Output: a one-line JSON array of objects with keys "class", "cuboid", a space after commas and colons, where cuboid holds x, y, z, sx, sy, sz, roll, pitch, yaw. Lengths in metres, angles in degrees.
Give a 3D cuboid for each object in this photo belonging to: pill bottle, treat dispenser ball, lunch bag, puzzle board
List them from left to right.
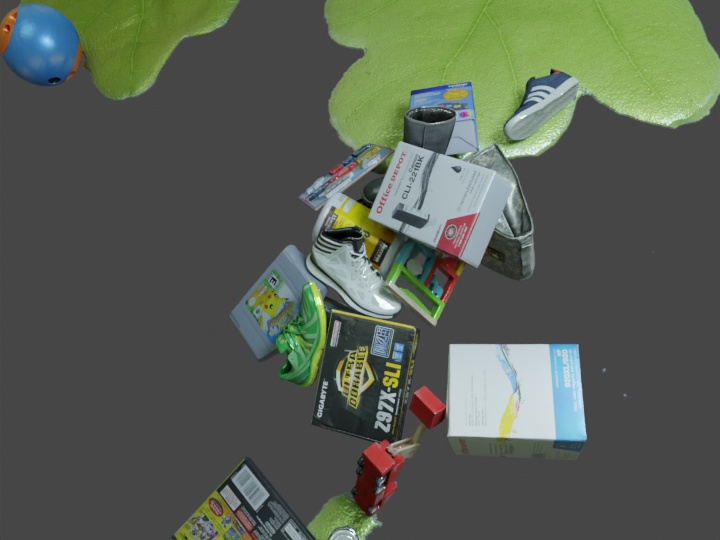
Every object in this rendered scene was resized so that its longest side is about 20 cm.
[{"class": "treat dispenser ball", "cuboid": [-0.847, -0.596, 1.576, 0.196, 0.202, 0.205, -6, 63, 11]}, {"class": "puzzle board", "cuboid": [-0.035, -0.199, 1.229, 0.199, 0.018, 0.151, -39, 23, -5]}, {"class": "pill bottle", "cuboid": [0.014, -0.056, 1.127, 0.197, 0.109, 0.111, 28, 72, 5]}, {"class": "lunch bag", "cuboid": [0.246, -0.090, 1.068, 0.116, 0.165, 0.203, -24, 60, 3]}]

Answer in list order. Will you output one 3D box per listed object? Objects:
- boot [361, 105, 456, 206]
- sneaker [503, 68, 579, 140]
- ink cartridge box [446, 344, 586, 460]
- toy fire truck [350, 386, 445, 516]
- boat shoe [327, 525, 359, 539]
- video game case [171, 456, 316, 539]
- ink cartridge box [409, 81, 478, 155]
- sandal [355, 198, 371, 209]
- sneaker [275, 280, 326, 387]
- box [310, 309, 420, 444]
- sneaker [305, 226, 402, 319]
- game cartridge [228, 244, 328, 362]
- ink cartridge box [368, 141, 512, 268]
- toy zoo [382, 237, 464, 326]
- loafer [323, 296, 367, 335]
[{"class": "boot", "cuboid": [0.088, -0.213, 1.134, 0.178, 0.201, 0.074, -14, 62, -7]}, {"class": "sneaker", "cuboid": [0.353, -0.346, 1.223, 0.198, 0.075, 0.085, -35, 62, -16]}, {"class": "ink cartridge box", "cuboid": [0.238, 0.207, 0.934, 0.195, 0.148, 0.148, -2, 63, 13]}, {"class": "toy fire truck", "cuboid": [0.058, 0.288, 0.935, 0.140, 0.203, 0.049, -29, 54, -34]}, {"class": "boat shoe", "cuboid": [-0.055, 0.495, 0.913, 0.073, 0.062, 0.204, 17, 77, 4]}, {"class": "video game case", "cuboid": [-0.193, 0.452, 0.993, 0.181, 0.026, 0.199, -45, 63, -10]}, {"class": "ink cartridge box", "cuboid": [0.170, -0.319, 1.229, 0.133, 0.077, 0.202, -5, 38, 11]}, {"class": "sandal", "cuboid": [0.001, -0.116, 1.212, 0.199, 0.045, 0.075, -38, 63, -6]}, {"class": "sneaker", "cuboid": [-0.106, 0.117, 1.046, 0.082, 0.204, 0.074, 5, 22, -15]}, {"class": "box", "cuboid": [0.009, 0.183, 1.027, 0.156, 0.049, 0.205, 10, 87, 17]}, {"class": "sneaker", "cuboid": [0.000, 0.000, 1.051, 0.198, 0.116, 0.076, 33, 47, 4]}, {"class": "game cartridge", "cuboid": [-0.155, 0.069, 1.122, 0.200, 0.040, 0.134, -48, 68, 15]}, {"class": "ink cartridge box", "cuboid": [0.128, -0.113, 0.994, 0.198, 0.083, 0.147, 26, 94, 37]}, {"class": "toy zoo", "cuboid": [0.133, -0.020, 1.090, 0.020, 0.131, 0.202, -1, 54, 57]}, {"class": "loafer", "cuboid": [-0.058, 0.087, 1.129, 0.197, 0.063, 0.073, 17, 100, 25]}]
